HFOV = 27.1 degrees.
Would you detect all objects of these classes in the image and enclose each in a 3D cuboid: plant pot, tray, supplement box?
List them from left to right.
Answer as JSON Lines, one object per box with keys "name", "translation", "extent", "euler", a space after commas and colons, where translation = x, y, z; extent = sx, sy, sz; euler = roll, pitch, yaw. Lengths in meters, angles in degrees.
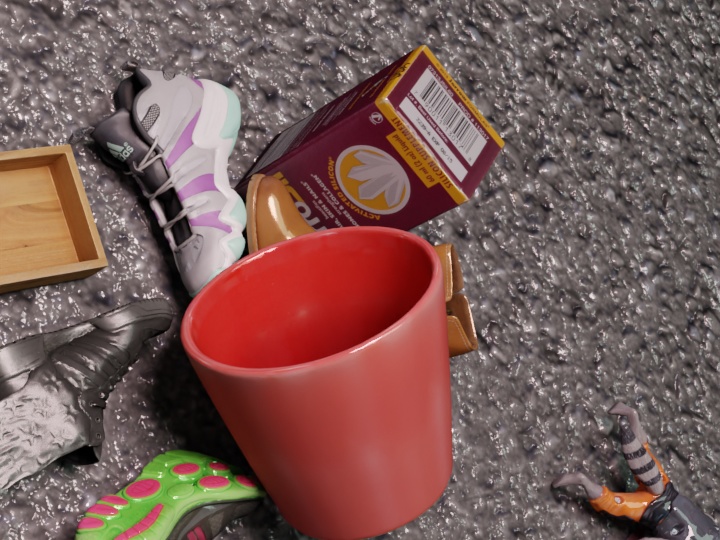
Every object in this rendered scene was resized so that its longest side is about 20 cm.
{"name": "tray", "translation": [-0.286, -0.030, 1.074], "extent": [0.199, 0.037, 0.099], "euler": [-12, 81, -43]}
{"name": "plant pot", "translation": [-0.016, 0.091, 1.121], "extent": [0.200, 0.200, 0.178], "euler": [-46, 130, -43]}
{"name": "supplement box", "translation": [0.005, -0.086, 1.243], "extent": [0.110, 0.200, 0.086], "euler": [49, 46, -15]}

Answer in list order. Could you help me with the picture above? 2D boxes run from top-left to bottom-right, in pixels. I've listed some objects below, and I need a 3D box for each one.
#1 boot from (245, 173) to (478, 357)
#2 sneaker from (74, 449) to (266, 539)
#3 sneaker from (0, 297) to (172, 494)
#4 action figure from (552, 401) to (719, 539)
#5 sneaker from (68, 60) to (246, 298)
{"name": "boot", "translation": [0.000, 0.000, 1.208], "extent": [0.077, 0.155, 0.201], "euler": [-36, 109, -66]}
{"name": "sneaker", "translation": [-0.143, 0.190, 1.091], "extent": [0.200, 0.077, 0.084], "euler": [-20, 130, -56]}
{"name": "sneaker", "translation": [-0.207, 0.094, 1.076], "extent": [0.199, 0.060, 0.105], "euler": [-18, 83, -40]}
{"name": "action figure", "translation": [0.274, 0.246, 1.413], "extent": [0.194, 0.105, 0.200], "euler": [47, 45, -3]}
{"name": "sneaker", "translation": [-0.166, -0.077, 1.182], "extent": [0.139, 0.078, 0.201], "euler": [17, 51, -34]}
